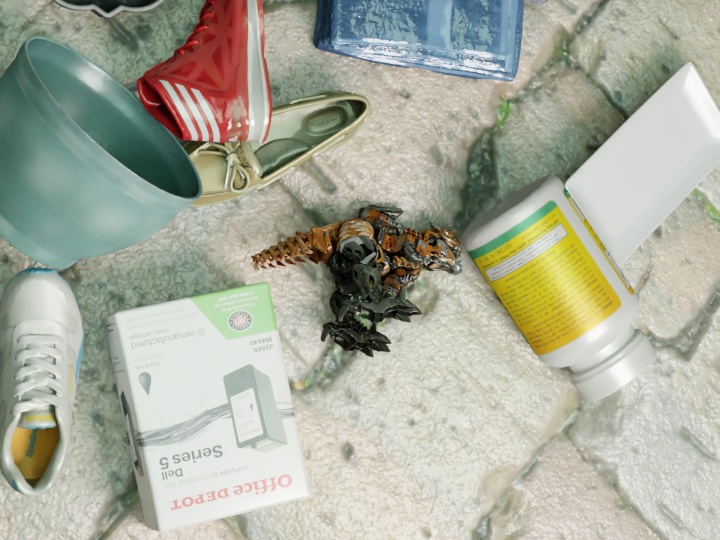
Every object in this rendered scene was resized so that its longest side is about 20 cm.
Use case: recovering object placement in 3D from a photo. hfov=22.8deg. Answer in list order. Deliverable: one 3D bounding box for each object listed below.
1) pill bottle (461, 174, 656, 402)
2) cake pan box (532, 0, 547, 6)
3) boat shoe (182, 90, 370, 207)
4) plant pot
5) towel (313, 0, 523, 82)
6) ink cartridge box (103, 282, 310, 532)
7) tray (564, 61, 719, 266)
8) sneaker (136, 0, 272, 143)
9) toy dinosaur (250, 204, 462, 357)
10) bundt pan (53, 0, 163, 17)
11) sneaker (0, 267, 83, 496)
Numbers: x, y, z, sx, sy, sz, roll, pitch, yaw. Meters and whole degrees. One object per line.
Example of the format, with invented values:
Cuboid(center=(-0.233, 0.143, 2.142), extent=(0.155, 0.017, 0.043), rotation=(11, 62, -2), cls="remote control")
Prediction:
Cuboid(center=(0.193, 0.020, 1.694), extent=(0.113, 0.113, 0.200), rotation=(-36, 95, -15), cls="pill bottle")
Cuboid(center=(0.181, -0.389, 1.740), extent=(0.184, 0.052, 0.200), rotation=(46, 67, -8), cls="cake pan box")
Cuboid(center=(-0.086, -0.117, 1.653), extent=(0.200, 0.063, 0.073), rotation=(-20, 91, -16), cls="boat shoe")
Cuboid(center=(-0.256, -0.087, 1.553), extent=(0.200, 0.200, 0.134), rotation=(43, 104, -8), cls="plant pot")
Cuboid(center=(0.059, -0.248, 1.712), extent=(0.199, 0.049, 0.112), rotation=(7, 83, -15), cls="towel")
Cuboid(center=(-0.138, 0.123, 1.609), extent=(0.145, 0.084, 0.201), rotation=(-12, 89, -16), cls="ink cartridge box")
Cuboid(center=(0.283, -0.106, 1.757), extent=(0.200, 0.022, 0.107), rotation=(-44, 112, -21), cls="tray")
Cuboid(center=(-0.148, -0.208, 1.620), extent=(0.115, 0.078, 0.200), rotation=(-4, 64, -14), cls="sneaker")
Cuboid(center=(0.000, 0.000, 1.667), extent=(0.199, 0.102, 0.136), rotation=(-7, 64, -2), cls="toy dinosaur")
Cuboid(center=(-0.236, -0.323, 1.622), extent=(0.201, 0.076, 0.203), rotation=(1, 86, -15), cls="bundt pan")
Cuboid(center=(-0.278, 0.098, 1.551), extent=(0.076, 0.081, 0.201), rotation=(0, 103, -14), cls="sneaker")
